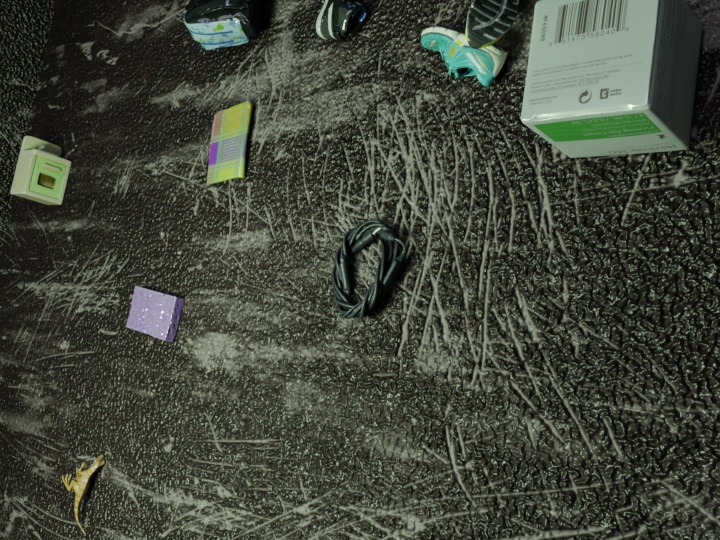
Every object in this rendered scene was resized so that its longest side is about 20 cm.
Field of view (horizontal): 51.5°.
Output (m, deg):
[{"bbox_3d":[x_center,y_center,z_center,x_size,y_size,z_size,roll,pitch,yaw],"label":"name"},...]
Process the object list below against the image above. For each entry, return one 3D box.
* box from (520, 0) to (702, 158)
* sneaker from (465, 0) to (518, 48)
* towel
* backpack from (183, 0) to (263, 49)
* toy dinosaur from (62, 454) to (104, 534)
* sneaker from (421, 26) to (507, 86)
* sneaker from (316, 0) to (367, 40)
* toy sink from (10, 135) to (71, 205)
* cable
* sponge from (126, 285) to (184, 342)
[{"bbox_3d":[0.371,-0.291,1.103,0.198,0.171,0.202,2,80,42],"label":"box"},{"bbox_3d":[0.237,-0.463,1.323,0.201,0.078,0.090,-61,2,-19],"label":"sneaker"},{"bbox_3d":[-0.321,-0.316,1.843,0.143,0.023,0.202,-6,75,40],"label":"towel"},{"bbox_3d":[-0.344,-0.636,1.871,0.198,0.154,0.164,0,64,6],"label":"backpack"},{"bbox_3d":[-0.725,0.566,1.931,0.106,0.060,0.201,22,94,42],"label":"toy dinosaur"},{"bbox_3d":[0.179,-0.399,1.380,0.200,0.077,0.080,37,112,42],"label":"sneaker"},{"bbox_3d":[-0.020,-0.598,1.624,0.111,0.073,0.202,23,102,40],"label":"sneaker"},{"bbox_3d":[-1.023,-0.325,2.412,0.111,0.130,0.202,4,79,42],"label":"toy sink"},{"bbox_3d":[0.000,0.000,1.440,0.163,0.051,0.201,37,104,42],"label":"cable"},{"bbox_3d":[-0.526,0.108,1.902,0.199,0.030,0.112,10,84,43],"label":"sponge"}]
